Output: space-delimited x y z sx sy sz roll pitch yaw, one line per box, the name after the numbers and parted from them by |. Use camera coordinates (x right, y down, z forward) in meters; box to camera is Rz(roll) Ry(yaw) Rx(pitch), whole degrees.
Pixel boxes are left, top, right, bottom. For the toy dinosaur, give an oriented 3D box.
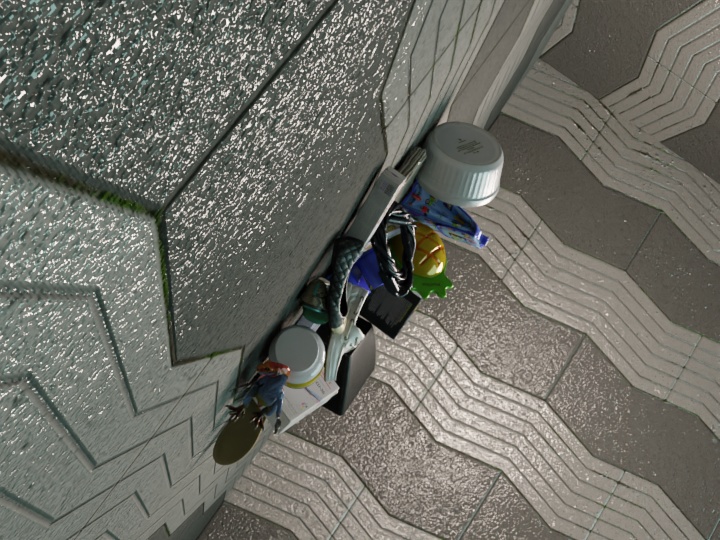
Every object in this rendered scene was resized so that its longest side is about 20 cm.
-0.177 0.212 1.317 0.182 0.104 0.201 -52 -169 27 | toy dinosaur

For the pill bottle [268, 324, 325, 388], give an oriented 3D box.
-0.123 0.167 1.394 0.112 0.111 0.200 -53 176 -13 | pill bottle

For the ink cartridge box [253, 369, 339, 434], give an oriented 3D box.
-0.130 0.250 1.559 0.199 0.117 0.068 -28 164 -46 | ink cartridge box

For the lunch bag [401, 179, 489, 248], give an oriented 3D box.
0.206 -0.117 1.620 0.095 0.199 0.150 -57 162 -1 | lunch bag

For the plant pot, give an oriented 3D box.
-0.071 0.204 1.825 0.200 0.198 0.179 -49 160 -47 | plant pot

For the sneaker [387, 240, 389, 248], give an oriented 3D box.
0.059 -0.055 1.676 0.202 0.075 0.088 91 23 -49 | sneaker

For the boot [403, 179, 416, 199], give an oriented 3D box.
0.129 -0.187 1.796 0.200 0.069 0.174 -42 172 -19 | boot

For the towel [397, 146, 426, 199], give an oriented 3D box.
0.075 -0.171 1.507 0.133 0.034 0.200 -52 175 -24 | towel

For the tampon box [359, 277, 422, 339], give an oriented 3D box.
0.049 0.056 1.825 0.127 0.199 0.150 -55 176 9 | tampon box

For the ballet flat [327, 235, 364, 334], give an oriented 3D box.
-0.030 0.033 1.316 0.067 0.056 0.203 -74 171 -61 | ballet flat

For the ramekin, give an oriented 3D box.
0.218 -0.239 1.555 0.203 0.200 0.095 -50 162 -44 | ramekin

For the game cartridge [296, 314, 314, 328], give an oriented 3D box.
-0.113 0.117 1.618 0.201 0.041 0.133 -53 179 -23 | game cartridge

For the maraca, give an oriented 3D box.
0.132 -0.024 1.577 0.135 0.202 0.107 -4 147 -23 | maraca

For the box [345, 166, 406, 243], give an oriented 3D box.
0.018 -0.098 1.302 0.039 0.041 0.201 -48 171 -52 | box

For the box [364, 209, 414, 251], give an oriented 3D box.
0.040 -0.082 1.474 0.199 0.042 0.039 -27 165 -52 | box

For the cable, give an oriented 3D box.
0.073 -0.055 1.427 0.201 0.050 0.165 59 43 -46 | cable

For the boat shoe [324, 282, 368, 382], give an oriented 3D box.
-0.026 0.125 1.414 0.071 0.068 0.203 121 -17 -77 | boat shoe

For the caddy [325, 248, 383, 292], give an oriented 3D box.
0.000 0.000 1.542 0.140 0.106 0.200 -33 177 7 | caddy

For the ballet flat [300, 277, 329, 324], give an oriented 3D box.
-0.079 0.055 1.399 0.200 0.067 0.076 94 16 -77 | ballet flat

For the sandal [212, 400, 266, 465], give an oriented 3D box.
-0.244 0.337 1.582 0.213 0.077 0.070 -59 171 -17 | sandal
